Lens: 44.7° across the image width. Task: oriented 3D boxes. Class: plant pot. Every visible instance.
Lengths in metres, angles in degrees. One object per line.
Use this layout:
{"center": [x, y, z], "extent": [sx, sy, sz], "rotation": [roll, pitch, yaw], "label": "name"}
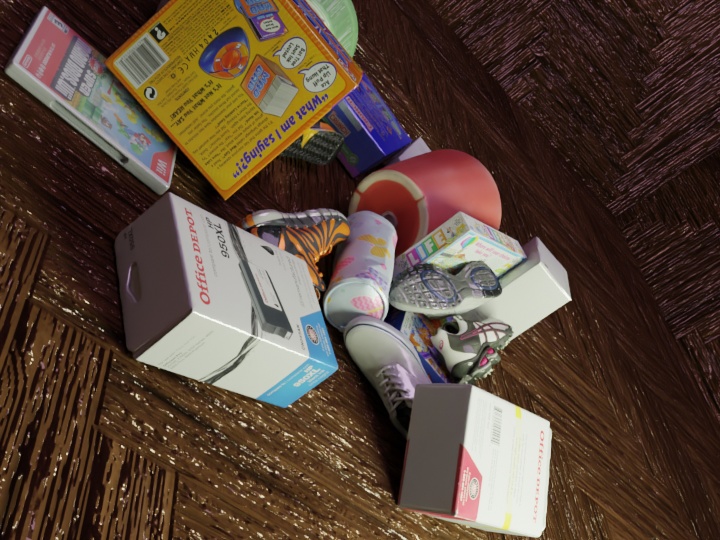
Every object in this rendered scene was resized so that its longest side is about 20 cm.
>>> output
{"center": [0.087, -0.085, 1.333], "extent": [0.177, 0.200, 0.201], "rotation": [-13, 68, -54], "label": "plant pot"}

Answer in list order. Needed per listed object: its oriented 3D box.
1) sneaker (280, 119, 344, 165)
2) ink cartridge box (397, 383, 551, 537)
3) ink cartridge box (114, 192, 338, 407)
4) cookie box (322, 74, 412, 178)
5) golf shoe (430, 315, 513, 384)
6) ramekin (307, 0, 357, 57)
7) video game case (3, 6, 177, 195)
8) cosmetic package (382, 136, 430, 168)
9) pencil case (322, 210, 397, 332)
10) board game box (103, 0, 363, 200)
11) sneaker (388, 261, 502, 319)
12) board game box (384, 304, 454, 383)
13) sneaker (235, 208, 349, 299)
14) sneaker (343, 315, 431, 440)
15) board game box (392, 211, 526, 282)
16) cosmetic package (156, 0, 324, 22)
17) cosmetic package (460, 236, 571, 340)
{"center": [-0.113, -0.214, 1.277], "extent": [0.090, 0.070, 0.200], "rotation": [44, 17, 34], "label": "sneaker"}
{"center": [0.142, 0.229, 1.040], "extent": [0.200, 0.083, 0.146], "rotation": [30, 63, -45], "label": "ink cartridge box"}
{"center": [-0.129, 0.033, 0.850], "extent": [0.200, 0.084, 0.145], "rotation": [28, 34, -47], "label": "ink cartridge box"}
{"center": [-0.007, -0.261, 1.520], "extent": [0.171, 0.075, 0.200], "rotation": [54, 22, -2], "label": "cookie box"}
{"center": [0.159, 0.093, 1.234], "extent": [0.088, 0.077, 0.200], "rotation": [48, 21, 3], "label": "golf shoe"}
{"center": [-0.110, -0.347, 1.292], "extent": [0.200, 0.200, 0.098], "rotation": [48, 30, -15], "label": "ramekin"}
{"center": [-0.280, -0.184, 0.948], "extent": [0.200, 0.017, 0.143], "rotation": [41, 25, -30], "label": "video game case"}
{"center": [0.095, -0.170, 1.601], "extent": [0.102, 0.074, 0.200], "rotation": [52, 24, -5], "label": "cosmetic package"}
{"center": [0.000, 0.000, 1.154], "extent": [0.083, 0.091, 0.200], "rotation": [29, 28, -11], "label": "pencil case"}
{"center": [-0.137, -0.240, 1.034], "extent": [0.200, 0.200, 0.200], "rotation": [49, 12, -12], "label": "board game box"}
{"center": [0.111, 0.040, 1.218], "extent": [0.199, 0.087, 0.075], "rotation": [0, 57, -41], "label": "sneaker"}
{"center": [0.095, 0.101, 1.251], "extent": [0.135, 0.045, 0.200], "rotation": [49, 23, -12], "label": "board game box"}
{"center": [-0.068, -0.011, 1.066], "extent": [0.200, 0.077, 0.112], "rotation": [-8, 68, -53], "label": "sneaker"}
{"center": [0.051, 0.142, 1.067], "extent": [0.200, 0.073, 0.071], "rotation": [50, 19, -12], "label": "sneaker"}
{"center": [0.144, -0.013, 1.273], "extent": [0.200, 0.134, 0.034], "rotation": [19, 41, -56], "label": "board game box"}
{"center": [-0.164, -0.340, 1.190], "extent": [0.199, 0.108, 0.085], "rotation": [29, 28, -5], "label": "cosmetic package"}
{"center": [0.224, 0.049, 1.375], "extent": [0.085, 0.200, 0.108], "rotation": [48, 24, -13], "label": "cosmetic package"}
